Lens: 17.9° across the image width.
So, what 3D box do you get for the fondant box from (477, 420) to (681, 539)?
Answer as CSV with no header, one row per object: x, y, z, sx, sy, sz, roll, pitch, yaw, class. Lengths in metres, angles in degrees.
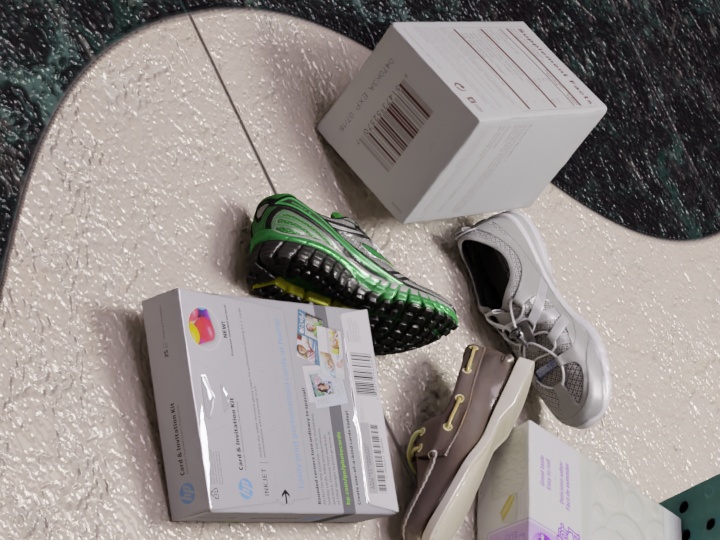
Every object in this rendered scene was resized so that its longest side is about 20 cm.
0.177,0.229,1.823,0.200,0.058,0.144,33,44,-34,fondant box

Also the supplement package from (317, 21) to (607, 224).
0.085,-0.124,1.865,0.117,0.117,0.200,49,29,21,supplement package

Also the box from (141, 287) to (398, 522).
-0.060,0.098,1.608,0.200,0.041,0.156,7,69,-51,box

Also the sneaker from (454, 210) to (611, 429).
0.134,0.046,1.891,0.082,0.075,0.200,-7,62,-47,sneaker

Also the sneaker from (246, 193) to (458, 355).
0.000,0.000,1.733,0.200,0.078,0.085,30,45,-37,sneaker

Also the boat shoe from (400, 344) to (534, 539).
0.071,0.135,1.748,0.059,0.072,0.200,22,51,12,boat shoe

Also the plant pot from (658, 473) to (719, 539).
0.343,0.262,1.946,0.200,0.141,0.141,30,46,-31,plant pot
